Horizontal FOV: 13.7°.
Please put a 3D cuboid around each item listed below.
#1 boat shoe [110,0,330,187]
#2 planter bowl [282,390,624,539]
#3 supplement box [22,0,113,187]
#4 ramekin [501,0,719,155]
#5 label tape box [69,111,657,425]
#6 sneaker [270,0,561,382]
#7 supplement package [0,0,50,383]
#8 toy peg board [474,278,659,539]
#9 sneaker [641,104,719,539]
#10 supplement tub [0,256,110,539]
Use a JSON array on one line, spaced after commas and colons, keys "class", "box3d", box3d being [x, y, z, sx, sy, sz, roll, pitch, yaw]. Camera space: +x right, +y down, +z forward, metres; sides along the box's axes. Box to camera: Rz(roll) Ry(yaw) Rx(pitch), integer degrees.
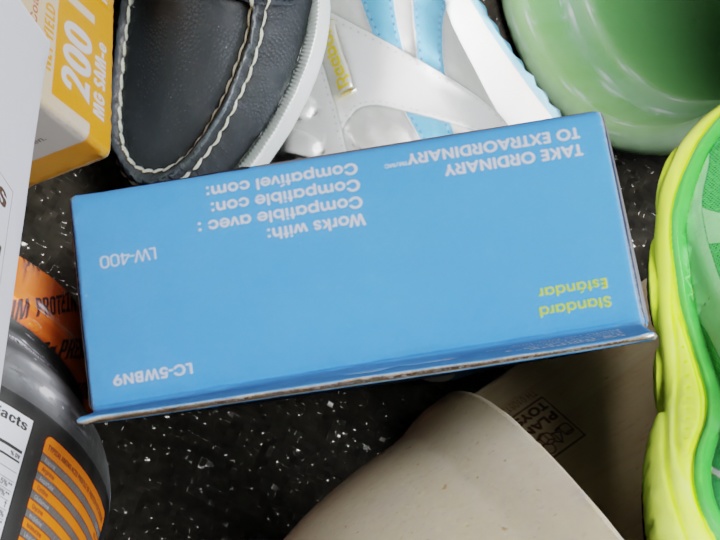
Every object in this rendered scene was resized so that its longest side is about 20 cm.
[{"class": "boat shoe", "box3d": [-0.042, -0.116, 0.914, 0.060, 0.076, 0.200, 27, 74, -59]}, {"class": "planter bowl", "box3d": [0.023, 0.150, 0.782, 0.135, 0.200, 0.200, -32, 77, -9]}, {"class": "supplement box", "box3d": [-0.154, -0.118, 0.852, 0.200, 0.073, 0.126, 38, 42, -46]}, {"class": "ramekin", "box3d": [0.139, -0.134, 0.998, 0.098, 0.200, 0.200, 4, 59, -33]}, {"class": "label tape box", "box3d": [0.000, 0.000, 0.809, 0.144, 0.200, 0.063, -9, 87, 1]}, {"class": "sneaker", "box3d": [-0.003, -0.056, 0.952, 0.081, 0.077, 0.200, -32, 74, -28]}, {"class": "supplement package", "box3d": [-0.158, -0.005, 0.687, 0.120, 0.121, 0.200, 58, 26, -45]}, {"class": "toy peg board", "box3d": [0.150, 0.094, 0.940, 0.200, 0.098, 0.199, -31, 63, -37]}, {"class": "sneaker", "box3d": [0.119, 0.029, 0.789, 0.083, 0.074, 0.200, -8, 41, 13]}, {"class": "supplement tub", "box3d": [-0.134, 0.093, 0.762, 0.122, 0.123, 0.200, 22, 53, -14]}]
